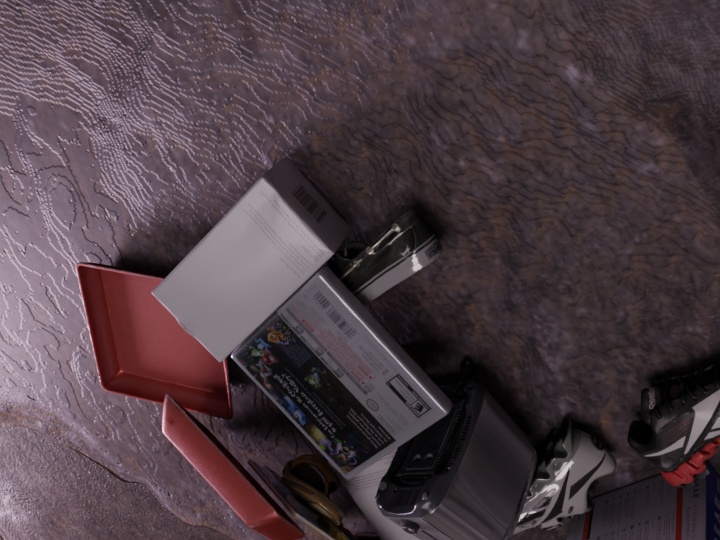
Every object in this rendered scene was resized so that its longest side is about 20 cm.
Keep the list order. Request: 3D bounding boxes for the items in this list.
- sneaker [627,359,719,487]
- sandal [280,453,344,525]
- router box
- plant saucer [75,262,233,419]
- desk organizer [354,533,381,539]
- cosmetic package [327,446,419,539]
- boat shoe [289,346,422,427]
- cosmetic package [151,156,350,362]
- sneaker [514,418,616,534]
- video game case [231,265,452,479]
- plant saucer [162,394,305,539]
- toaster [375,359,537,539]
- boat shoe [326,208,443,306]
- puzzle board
[{"bbox_3d":[0.339,0.134,0.887,0.097,0.071,0.202,28,128,0],"label":"sneaker"},{"bbox_3d":[-0.055,0.255,1.083,0.080,0.200,0.054,37,84,-6],"label":"sandal"},{"bbox_3d":[0.297,0.310,0.934,0.178,0.201,0.049,-32,105,34],"label":"router box"},{"bbox_3d":[-0.251,0.083,1.118,0.196,0.037,0.203,9,123,16],"label":"plant saucer"},{"bbox_3d":[-0.006,0.416,1.125,0.071,0.201,0.078,23,124,6],"label":"desk organizer"},{"bbox_3d":[0.061,0.271,1.078,0.106,0.085,0.202,-21,111,31],"label":"cosmetic package"},{"bbox_3d":[-0.018,0.154,1.045,0.198,0.072,0.073,-22,110,31],"label":"boat shoe"},{"bbox_3d":[-0.119,-0.009,0.957,0.199,0.081,0.113,-40,98,26],"label":"cosmetic package"},{"bbox_3d":[0.217,0.267,1.018,0.088,0.074,0.201,31,123,-4],"label":"sneaker"},{"bbox_3d":[-0.025,0.118,0.964,0.200,0.023,0.181,47,127,-4],"label":"video game case"},{"bbox_3d":[-0.158,0.253,1.076,0.199,0.037,0.201,42,166,19],"label":"plant saucer"},{"bbox_3d":[0.113,0.217,0.975,0.129,0.202,0.113,44,144,-23],"label":"toaster"},{"bbox_3d":[0.000,0.000,0.950,0.199,0.071,0.064,-34,94,33],"label":"boat shoe"},{"bbox_3d":[-0.056,0.303,1.096,0.150,0.017,0.199,42,169,-21],"label":"puzzle board"}]
